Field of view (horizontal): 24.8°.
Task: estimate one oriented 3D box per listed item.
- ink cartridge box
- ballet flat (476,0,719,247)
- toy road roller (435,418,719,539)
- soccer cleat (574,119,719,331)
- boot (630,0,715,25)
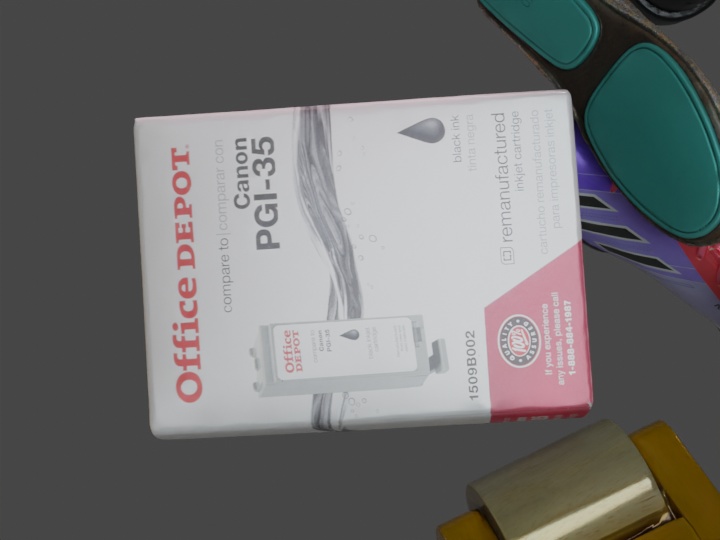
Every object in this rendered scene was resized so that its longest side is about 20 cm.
[{"bbox_3d":[0.000,0.000,0.755,0.198,0.083,0.148,-4,87,1],"label":"ink cartridge box"},{"bbox_3d":[0.128,-0.096,0.782,0.068,0.067,0.201,-47,65,32],"label":"ballet flat"},{"bbox_3d":[0.130,0.187,0.775,0.122,0.146,0.201,-24,52,-9],"label":"toy road roller"},{"bbox_3d":[0.165,-0.018,0.803,0.200,0.073,0.068,39,82,-4],"label":"soccer cleat"},{"bbox_3d":[0.131,-0.215,0.766,0.076,0.168,0.201,-33,91,-9],"label":"boot"}]
